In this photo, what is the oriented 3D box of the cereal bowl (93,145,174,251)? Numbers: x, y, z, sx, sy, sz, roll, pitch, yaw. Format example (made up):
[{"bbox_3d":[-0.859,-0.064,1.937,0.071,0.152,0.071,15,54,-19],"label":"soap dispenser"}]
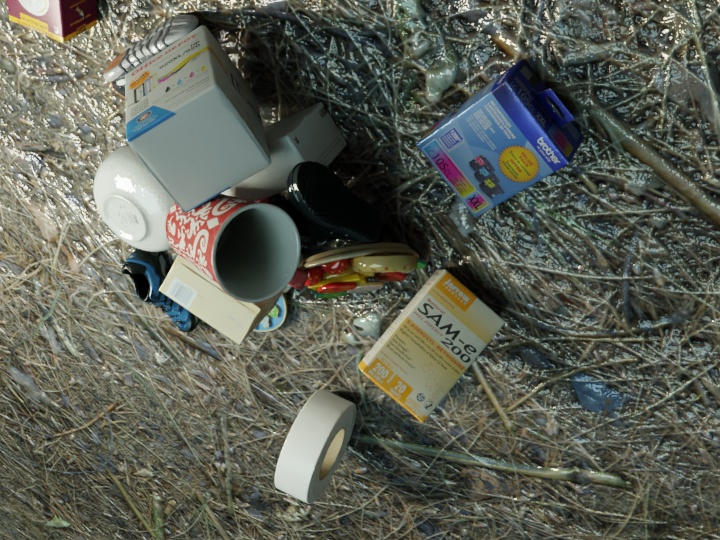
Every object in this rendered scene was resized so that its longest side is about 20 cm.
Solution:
[{"bbox_3d":[-0.395,-0.114,1.570,0.199,0.083,0.201,17,131,21],"label":"cereal bowl"}]

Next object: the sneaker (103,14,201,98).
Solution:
[{"bbox_3d":[-0.293,-0.310,1.364,0.199,0.078,0.112,-19,128,35],"label":"sneaker"}]

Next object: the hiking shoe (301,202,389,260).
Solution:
[{"bbox_3d":[-0.045,-0.074,1.385,0.199,0.076,0.101,-22,114,43],"label":"hiking shoe"}]

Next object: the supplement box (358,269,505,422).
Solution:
[{"bbox_3d":[0.107,0.113,1.358,0.126,0.200,0.074,40,178,-3],"label":"supplement box"}]

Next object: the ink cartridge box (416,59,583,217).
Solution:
[{"bbox_3d":[0.192,-0.176,1.157,0.137,0.076,0.200,48,133,-11],"label":"ink cartridge box"}]

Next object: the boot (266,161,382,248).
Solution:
[{"bbox_3d":[-0.087,-0.083,1.268,0.167,0.077,0.200,-5,159,35],"label":"boot"}]

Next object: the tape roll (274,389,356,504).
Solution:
[{"bbox_3d":[-0.081,0.325,1.644,0.070,0.203,0.203,22,134,15],"label":"tape roll"}]

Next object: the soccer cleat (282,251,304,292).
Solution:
[{"bbox_3d":[-0.186,-0.028,1.387,0.199,0.087,0.070,18,146,-3],"label":"soccer cleat"}]

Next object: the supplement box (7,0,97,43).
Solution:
[{"bbox_3d":[-0.468,-0.463,1.331,0.110,0.086,0.201,24,134,14],"label":"supplement box"}]

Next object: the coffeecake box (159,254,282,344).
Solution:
[{"bbox_3d":[-0.213,0.021,1.444,0.153,0.200,0.073,33,107,1],"label":"coffeecake box"}]

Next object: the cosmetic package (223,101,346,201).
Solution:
[{"bbox_3d":[-0.133,-0.169,1.340,0.199,0.113,0.081,-13,118,40],"label":"cosmetic package"}]

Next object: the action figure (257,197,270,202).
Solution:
[{"bbox_3d":[-0.152,-0.055,1.457,0.065,0.099,0.201,-23,108,39],"label":"action figure"}]

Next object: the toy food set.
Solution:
[{"bbox_3d":[0.000,0.000,1.359,0.198,0.198,0.049,-11,80,11],"label":"toy food set"}]

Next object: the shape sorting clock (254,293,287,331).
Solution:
[{"bbox_3d":[-0.220,0.035,1.611,0.199,0.039,0.201,17,132,20],"label":"shape sorting clock"}]

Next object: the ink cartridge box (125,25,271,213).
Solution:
[{"bbox_3d":[-0.232,-0.217,1.252,0.147,0.201,0.145,-29,129,8],"label":"ink cartridge box"}]

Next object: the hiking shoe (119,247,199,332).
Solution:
[{"bbox_3d":[-0.386,0.047,1.690,0.074,0.087,0.201,-13,117,38],"label":"hiking shoe"}]

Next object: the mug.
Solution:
[{"bbox_3d":[-0.182,-0.028,1.265,0.200,0.133,0.178,23,145,53],"label":"mug"}]
